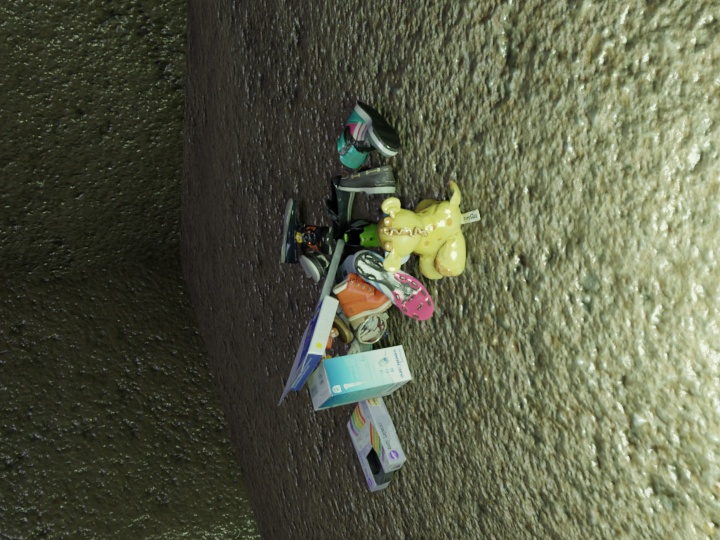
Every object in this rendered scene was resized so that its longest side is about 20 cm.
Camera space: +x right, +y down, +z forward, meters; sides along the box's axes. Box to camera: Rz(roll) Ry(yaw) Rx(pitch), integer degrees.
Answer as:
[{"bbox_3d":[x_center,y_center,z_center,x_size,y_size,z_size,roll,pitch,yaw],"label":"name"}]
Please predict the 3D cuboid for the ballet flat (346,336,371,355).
[{"bbox_3d":[-0.004,0.231,1.690,0.067,0.063,0.203,-155,60,-65],"label":"ballet flat"}]

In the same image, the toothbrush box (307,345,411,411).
[{"bbox_3d":[-0.005,0.245,1.532,0.147,0.197,0.086,127,131,-59],"label":"toothbrush box"}]

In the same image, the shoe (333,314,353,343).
[{"bbox_3d":[-0.049,0.134,1.744,0.071,0.053,0.200,68,168,-17],"label":"shoe"}]

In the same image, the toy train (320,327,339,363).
[{"bbox_3d":[-0.062,0.220,1.709,0.201,0.055,0.152,69,-159,-51],"label":"toy train"}]

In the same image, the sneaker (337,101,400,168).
[{"bbox_3d":[0.009,-0.265,1.435,0.121,0.083,0.201,-58,34,25],"label":"sneaker"}]

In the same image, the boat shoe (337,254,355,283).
[{"bbox_3d":[0.001,0.003,1.601,0.199,0.067,0.075,137,119,-70],"label":"boat shoe"}]

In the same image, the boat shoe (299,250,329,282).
[{"bbox_3d":[-0.108,-0.015,1.669,0.075,0.060,0.200,62,172,-2],"label":"boat shoe"}]

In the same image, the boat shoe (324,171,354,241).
[{"bbox_3d":[-0.057,-0.157,1.686,0.202,0.061,0.075,101,149,-42],"label":"boat shoe"}]

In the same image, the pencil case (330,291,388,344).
[{"bbox_3d":[-0.006,0.101,1.639,0.200,0.089,0.078,43,164,55],"label":"pencil case"}]

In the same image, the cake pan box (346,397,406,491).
[{"bbox_3d":[0.038,0.430,1.682,0.185,0.052,0.202,111,143,-52],"label":"cake pan box"}]

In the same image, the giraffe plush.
[{"bbox_3d":[0.101,-0.065,1.234,0.200,0.160,0.175,132,126,-61],"label":"giraffe plush"}]

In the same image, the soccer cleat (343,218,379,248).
[{"bbox_3d":[-0.010,-0.084,1.577,0.199,0.080,0.069,-169,72,-65],"label":"soccer cleat"}]

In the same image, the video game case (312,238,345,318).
[{"bbox_3d":[-0.085,0.040,1.719,0.200,0.023,0.184,116,171,-66],"label":"video game case"}]

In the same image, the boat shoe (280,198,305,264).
[{"bbox_3d":[-0.201,-0.115,2.018,0.075,0.061,0.203,-122,39,-72],"label":"boat shoe"}]

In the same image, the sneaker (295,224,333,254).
[{"bbox_3d":[-0.117,-0.078,1.684,0.200,0.089,0.071,-146,56,-79],"label":"sneaker"}]

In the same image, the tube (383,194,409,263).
[{"bbox_3d":[0.065,-0.083,1.417,0.201,0.050,0.078,-99,18,-58],"label":"tube"}]

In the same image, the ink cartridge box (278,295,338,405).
[{"bbox_3d":[-0.115,0.188,1.519,0.198,0.046,0.202,123,165,-52],"label":"ink cartridge box"}]

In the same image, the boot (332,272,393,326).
[{"bbox_3d":[0.021,0.042,1.472,0.199,0.075,0.108,-29,97,39],"label":"boot"}]

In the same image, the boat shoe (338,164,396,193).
[{"bbox_3d":[0.013,-0.205,1.506,0.200,0.071,0.061,14,106,57],"label":"boat shoe"}]

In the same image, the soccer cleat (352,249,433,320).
[{"bbox_3d":[0.069,0.022,1.380,0.070,0.199,0.086,-50,8,7],"label":"soccer cleat"}]
